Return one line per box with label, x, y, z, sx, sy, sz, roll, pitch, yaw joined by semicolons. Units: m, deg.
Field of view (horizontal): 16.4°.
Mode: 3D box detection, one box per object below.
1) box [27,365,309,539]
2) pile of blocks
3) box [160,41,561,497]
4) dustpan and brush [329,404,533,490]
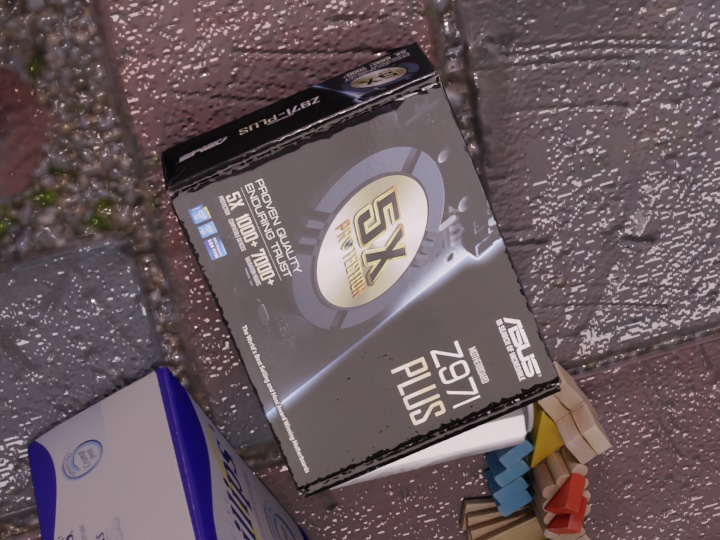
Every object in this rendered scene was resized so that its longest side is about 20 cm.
box;-0.096;0.195;1.496;0.105;0.184;0.200;-31;127;8
pile of blocks;0.113;0.158;1.606;0.082;0.062;0.201;-6;125;-12
box;0.000;0.000;1.411;0.163;0.086;0.201;-22;108;0
dustpan and brush;0.024;0.028;1.488;0.139;0.057;0.201;-13;101;-5
